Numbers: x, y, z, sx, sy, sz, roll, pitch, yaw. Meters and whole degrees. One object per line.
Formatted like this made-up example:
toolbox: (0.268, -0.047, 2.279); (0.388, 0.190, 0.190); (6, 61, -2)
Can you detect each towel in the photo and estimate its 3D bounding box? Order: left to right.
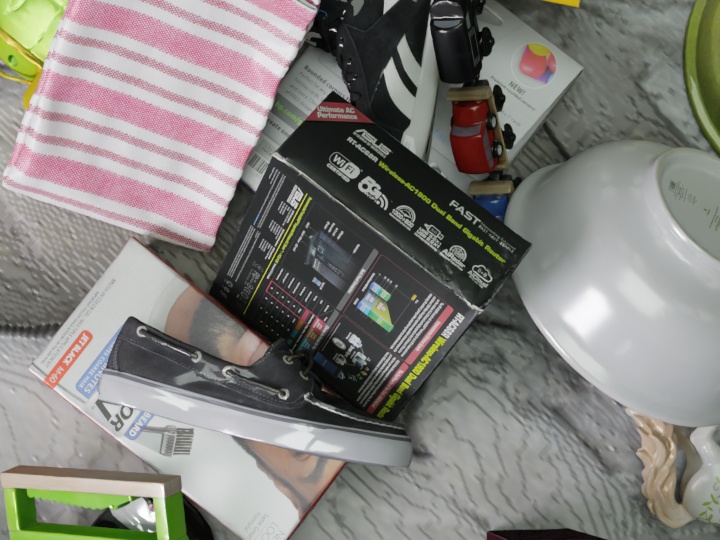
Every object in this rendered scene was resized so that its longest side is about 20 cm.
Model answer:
towel: (-0.126, -0.110, 1.079); (0.146, 0.030, 0.200); (18, 116, -18)

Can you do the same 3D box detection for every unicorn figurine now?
unicorn figurine: (0.279, 0.132, 1.123); (0.199, 0.074, 0.138); (-5, 84, 16)

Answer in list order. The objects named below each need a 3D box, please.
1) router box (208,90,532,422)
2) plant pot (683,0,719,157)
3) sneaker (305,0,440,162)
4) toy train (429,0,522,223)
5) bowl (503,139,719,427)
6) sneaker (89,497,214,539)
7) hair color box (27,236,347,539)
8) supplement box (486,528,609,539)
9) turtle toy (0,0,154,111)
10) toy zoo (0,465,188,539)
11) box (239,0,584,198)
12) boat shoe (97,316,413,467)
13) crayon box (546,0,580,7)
router box: (0.000, 0.000, 1.060); (0.150, 0.200, 0.062); (39, 60, 3)
plant pot: (0.318, -0.152, 1.088); (0.200, 0.184, 0.201); (0, 85, 0)
sneaker: (-0.003, -0.128, 1.107); (0.111, 0.073, 0.201); (10, 76, 4)
toy train: (0.075, -0.085, 1.083); (0.034, 0.046, 0.200); (0, 122, 25)
bowl: (0.195, -0.011, 1.065); (0.201, 0.090, 0.202); (21, 44, -22)
sneaker: (-0.103, 0.227, 1.113); (0.086, 0.080, 0.200); (-46, 78, 8)
hair color box: (-0.102, 0.084, 1.125); (0.200, 0.064, 0.111); (37, 85, 2)
supplement box: (0.115, 0.214, 1.042); (0.061, 0.200, 0.109); (-2, 84, -2)
turtle toy: (-0.169, -0.166, 1.130); (0.200, 0.101, 0.146); (41, 109, 1)
toy zoo: (-0.159, 0.224, 1.084); (0.131, 0.020, 0.201); (0, 100, 30)
box: (0.027, -0.101, 1.154); (0.156, 0.041, 0.200); (37, 86, 3)
boat shoe: (-0.061, 0.072, 1.066); (0.199, 0.070, 0.066); (13, 84, 8)
crayon box: (0.069, -0.262, 1.108); (0.172, 0.058, 0.200); (13, 45, 1)
